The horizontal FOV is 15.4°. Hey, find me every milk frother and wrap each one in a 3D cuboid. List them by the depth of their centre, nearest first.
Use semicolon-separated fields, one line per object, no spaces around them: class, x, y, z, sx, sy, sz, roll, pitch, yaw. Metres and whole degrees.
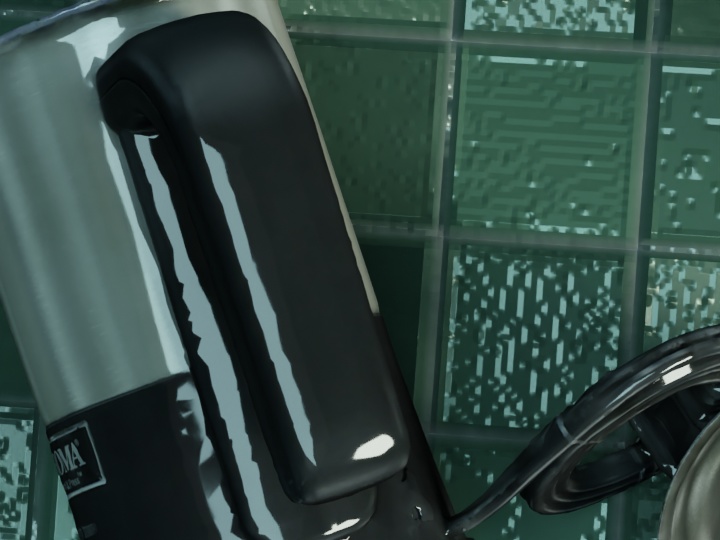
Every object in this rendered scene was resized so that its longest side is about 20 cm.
milk frother;0.000;0.000;0.805;0.199;0.180;0.189;-16;85;-36

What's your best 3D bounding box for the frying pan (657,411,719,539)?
frying pan;0.176;0.060;0.789;0.189;0.031;0.115;-28;108;5
